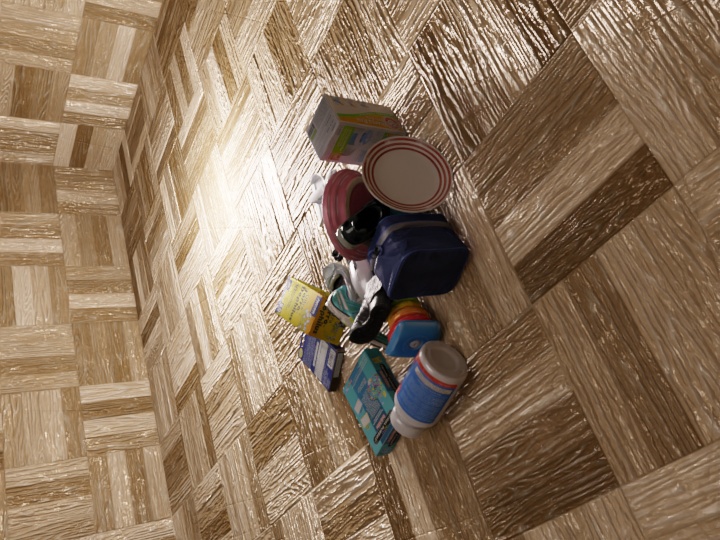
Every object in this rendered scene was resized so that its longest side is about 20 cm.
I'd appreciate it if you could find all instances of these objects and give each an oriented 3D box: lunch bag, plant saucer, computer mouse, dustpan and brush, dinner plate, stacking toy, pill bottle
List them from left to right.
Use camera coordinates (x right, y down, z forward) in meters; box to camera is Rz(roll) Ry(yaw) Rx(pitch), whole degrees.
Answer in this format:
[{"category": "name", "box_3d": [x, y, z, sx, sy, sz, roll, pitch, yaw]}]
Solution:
[{"category": "dustpan and brush", "box_3d": [-0.098, -0.219, 1.763, 0.199, 0.056, 0.143, -36, 61, 50]}, {"category": "plant saucer", "box_3d": [-0.005, -0.125, 1.429, 0.050, 0.198, 0.206, -9, 82, 37]}, {"category": "computer mouse", "box_3d": [0.000, 0.000, 1.535, 0.110, 0.043, 0.203, -43, 65, 33]}, {"category": "stacking toy", "box_3d": [0.096, 0.088, 1.456, 0.203, 0.107, 0.118, -108, 29, -43]}, {"category": "dinner plate", "box_3d": [0.097, -0.199, 1.366, 0.024, 0.195, 0.204, 105, 149, -59]}, {"category": "lunch bag", "box_3d": [0.106, -0.035, 1.338, 0.133, 0.196, 0.138, 59, 140, 39]}, {"category": "pill bottle", "box_3d": [0.136, 0.257, 1.369, 0.113, 0.110, 0.203, 56, 132, 39]}]

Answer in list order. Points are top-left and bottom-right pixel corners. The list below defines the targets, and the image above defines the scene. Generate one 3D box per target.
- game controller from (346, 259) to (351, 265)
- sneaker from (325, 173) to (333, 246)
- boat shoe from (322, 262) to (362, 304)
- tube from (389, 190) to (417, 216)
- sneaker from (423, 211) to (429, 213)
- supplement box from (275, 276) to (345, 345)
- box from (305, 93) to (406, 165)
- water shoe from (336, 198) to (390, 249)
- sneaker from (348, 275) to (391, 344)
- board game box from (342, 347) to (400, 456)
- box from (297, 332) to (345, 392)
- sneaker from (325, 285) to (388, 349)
[{"category": "game controller", "box_3d": [-0.029, -0.092, 1.677, 0.105, 0.041, 0.203, -55, 46, 40]}, {"category": "sneaker", "box_3d": [-0.041, -0.141, 1.623, 0.071, 0.072, 0.206, -6, 90, 39]}, {"category": "boat shoe", "box_3d": [-0.047, 0.041, 1.676, 0.202, 0.064, 0.075, 49, 119, 43]}, {"category": "tube", "box_3d": [0.096, -0.076, 1.418, 0.050, 0.077, 0.203, 35, 143, 38]}, {"category": "sneaker", "box_3d": [0.096, -0.204, 1.449, 0.201, 0.079, 0.078, 50, 121, 19]}, {"category": "supplement box", "box_3d": [-0.127, 0.106, 1.744, 0.199, 0.108, 0.111, 24, 92, 53]}, {"category": "box", "box_3d": [-0.009, -0.319, 1.508, 0.113, 0.196, 0.103, -56, 48, 36]}, {"category": "water shoe", "box_3d": [0.030, -0.106, 1.352, 0.072, 0.200, 0.078, 52, 132, -5]}, {"category": "sneaker", "box_3d": [0.031, 0.074, 1.458, 0.201, 0.059, 0.106, 125, 156, -44]}, {"category": "board game box", "box_3d": [0.040, 0.315, 1.570, 0.202, 0.046, 0.153, 58, 134, 38]}, {"category": "box", "box_3d": [-0.111, 0.231, 1.808, 0.199, 0.032, 0.124, 36, 119, 50]}, {"category": "sneaker", "box_3d": [0.007, 0.116, 1.548, 0.199, 0.078, 0.080, 40, 87, 8]}]
